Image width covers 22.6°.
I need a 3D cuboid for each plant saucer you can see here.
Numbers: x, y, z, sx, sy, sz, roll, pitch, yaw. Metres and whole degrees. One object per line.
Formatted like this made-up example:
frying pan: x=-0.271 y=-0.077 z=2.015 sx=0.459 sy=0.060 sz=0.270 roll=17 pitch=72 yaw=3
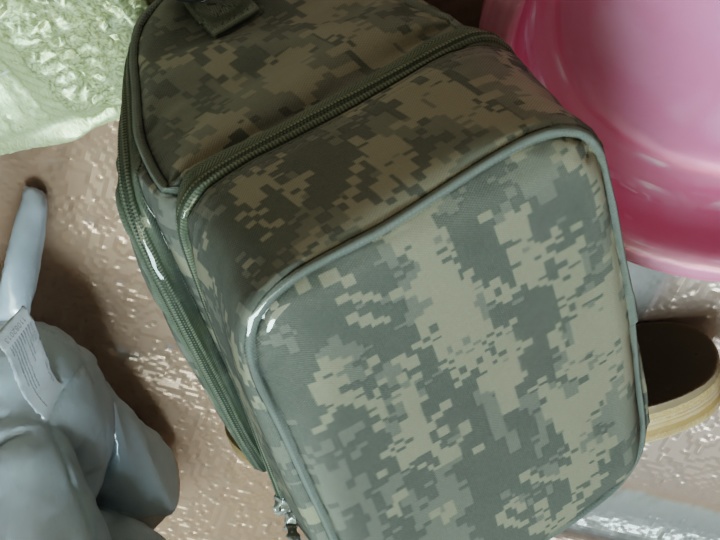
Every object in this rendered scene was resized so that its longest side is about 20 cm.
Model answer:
plant saucer: x=0.141 y=-0.082 z=0.621 sx=0.200 sy=0.051 sz=0.201 roll=4 pitch=135 yaw=4

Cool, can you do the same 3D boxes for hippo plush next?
hippo plush: x=-0.177 y=0.104 z=0.755 sx=0.160 sy=0.159 sz=0.200 roll=-13 pitch=133 yaw=9

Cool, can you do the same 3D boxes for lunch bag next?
lunch bag: x=0.000 y=0.000 z=0.636 sx=0.139 sy=0.168 sz=0.200 roll=-29 pitch=136 yaw=-9

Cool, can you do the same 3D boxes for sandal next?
sandal: x=0.052 y=0.079 z=0.771 sx=0.211 sy=0.078 sz=0.070 roll=-10 pitch=127 yaw=9

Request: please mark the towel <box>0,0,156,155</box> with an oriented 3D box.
towel: x=-0.155 y=-0.117 z=0.631 sx=0.148 sy=0.037 sz=0.200 roll=-16 pitch=130 yaw=20
